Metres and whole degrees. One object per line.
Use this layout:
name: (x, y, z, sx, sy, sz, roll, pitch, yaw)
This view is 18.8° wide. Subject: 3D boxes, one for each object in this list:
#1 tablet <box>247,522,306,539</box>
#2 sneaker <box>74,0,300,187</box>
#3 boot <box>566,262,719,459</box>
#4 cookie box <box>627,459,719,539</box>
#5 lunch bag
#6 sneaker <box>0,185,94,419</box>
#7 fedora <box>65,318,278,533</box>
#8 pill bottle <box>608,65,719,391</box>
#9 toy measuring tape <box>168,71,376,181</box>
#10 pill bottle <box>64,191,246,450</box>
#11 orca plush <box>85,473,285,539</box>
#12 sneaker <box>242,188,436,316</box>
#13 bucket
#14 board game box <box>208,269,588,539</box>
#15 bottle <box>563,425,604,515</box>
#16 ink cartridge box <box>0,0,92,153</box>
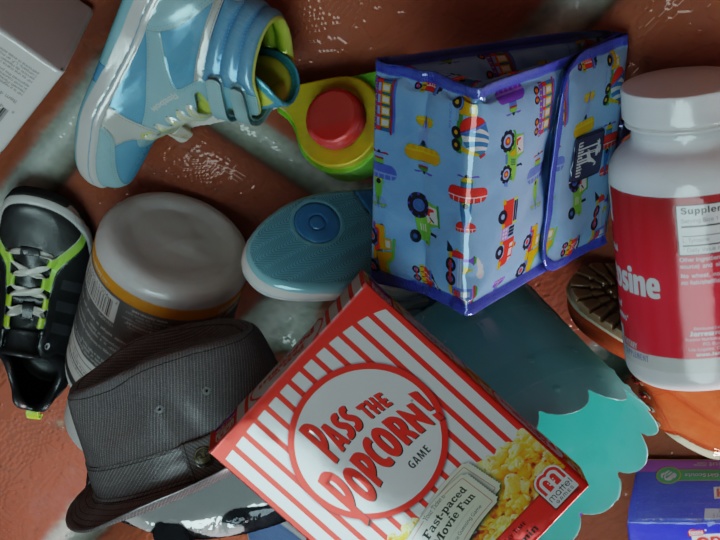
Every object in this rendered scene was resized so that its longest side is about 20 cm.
tablet: (-0.040, 0.230, 1.729, 0.130, 0.014, 0.200, 34, 164, 11)
sneaker: (-0.115, -0.114, 1.488, 0.130, 0.080, 0.200, 31, 127, 9)
boot: (0.221, 0.073, 1.595, 0.199, 0.075, 0.107, 29, 134, -13)
cookie box: (0.304, 0.244, 1.711, 0.170, 0.075, 0.201, 0, 129, 13)
lunch bag: (0.106, -0.074, 1.435, 0.094, 0.200, 0.151, 20, 117, 41)
sneaker: (-0.242, 0.031, 1.653, 0.071, 0.083, 0.201, 6, 130, 7)
fedora: (-0.131, 0.094, 1.506, 0.199, 0.177, 0.091, -22, 102, 6)
pill bottle: (0.225, -0.030, 1.458, 0.112, 0.112, 0.201, -3, 108, 15)
toy measuring tape: (-0.043, -0.091, 1.516, 0.199, 0.074, 0.074, -10, 126, 20)
pill bottle: (-0.159, 0.049, 1.629, 0.116, 0.117, 0.200, 18, 131, -2)
orca plush: (-0.099, 0.157, 1.619, 0.199, 0.106, 0.071, -17, 163, 5)
sneaker: (0.000, 0.000, 1.515, 0.199, 0.080, 0.131, -15, 156, -25)
bucket: (0.095, 0.115, 1.560, 0.207, 0.135, 0.208, -27, 147, -19)
board game box: (0.024, 0.123, 1.414, 0.200, 0.046, 0.152, 41, 97, -9)
bottle: (0.131, 0.178, 1.701, 0.083, 0.065, 0.200, 40, 126, -12)
ink cartridge box: (-0.305, -0.139, 1.528, 0.146, 0.084, 0.200, 35, 128, -15)
